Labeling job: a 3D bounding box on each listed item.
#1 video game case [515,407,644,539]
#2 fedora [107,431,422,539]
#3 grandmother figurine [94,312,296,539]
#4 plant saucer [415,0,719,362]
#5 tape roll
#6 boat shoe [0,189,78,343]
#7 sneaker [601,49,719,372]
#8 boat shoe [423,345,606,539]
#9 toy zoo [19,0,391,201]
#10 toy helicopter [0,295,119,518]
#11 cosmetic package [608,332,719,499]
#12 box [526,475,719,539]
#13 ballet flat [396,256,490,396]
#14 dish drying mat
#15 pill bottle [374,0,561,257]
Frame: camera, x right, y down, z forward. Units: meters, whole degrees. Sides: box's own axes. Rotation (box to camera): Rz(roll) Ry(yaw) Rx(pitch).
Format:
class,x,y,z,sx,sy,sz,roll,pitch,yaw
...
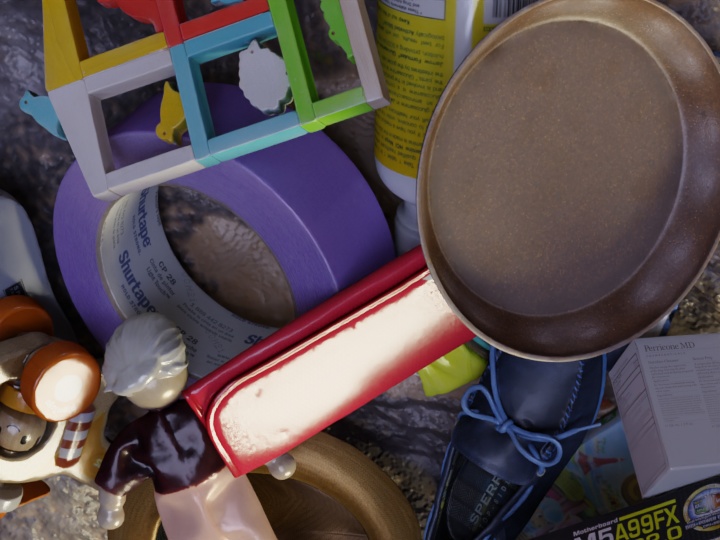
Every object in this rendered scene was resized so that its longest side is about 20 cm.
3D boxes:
class,x,y,z,sx,sy,sz,roll,pitch,yaw
video game case,0.189,0.186,1.193,0.182,0.022,0.200,-35,104,18
fedora,-0.057,0.165,1.182,0.199,0.082,0.202,3,112,6
grandmother figurine,-0.101,0.119,1.096,0.121,0.061,0.201,-21,105,-6
plant saucer,0.111,-0.052,0.992,0.199,0.034,0.201,-8,108,-25
tape roll,-0.080,-0.006,1.083,0.199,0.066,0.201,18,130,23
boat shoe,-0.222,0.029,1.162,0.068,0.057,0.201,-27,128,-29
sneaker,0.160,-0.038,1.088,0.085,0.077,0.201,15,106,11
boat shoe,0.092,0.107,1.108,0.084,0.069,0.201,27,121,23
toy zoo,-0.094,-0.120,0.998,0.199,0.020,0.132,-17,79,13
toy helicopter,-0.184,0.115,1.146,0.132,0.079,0.200,-51,137,-3
cosmetic package,0.250,0.078,1.070,0.199,0.083,0.051,-3,153,-16
box,0.185,0.214,1.085,0.160,0.044,0.200,-21,128,17
ballet flat,0.000,0.000,1.119,0.067,0.067,0.200,-38,105,21
dish drying mat,0.003,0.041,1.018,0.199,0.018,0.077,-31,132,-4
pill bottle,0.063,-0.103,1.043,0.112,0.113,0.201,4,112,5
